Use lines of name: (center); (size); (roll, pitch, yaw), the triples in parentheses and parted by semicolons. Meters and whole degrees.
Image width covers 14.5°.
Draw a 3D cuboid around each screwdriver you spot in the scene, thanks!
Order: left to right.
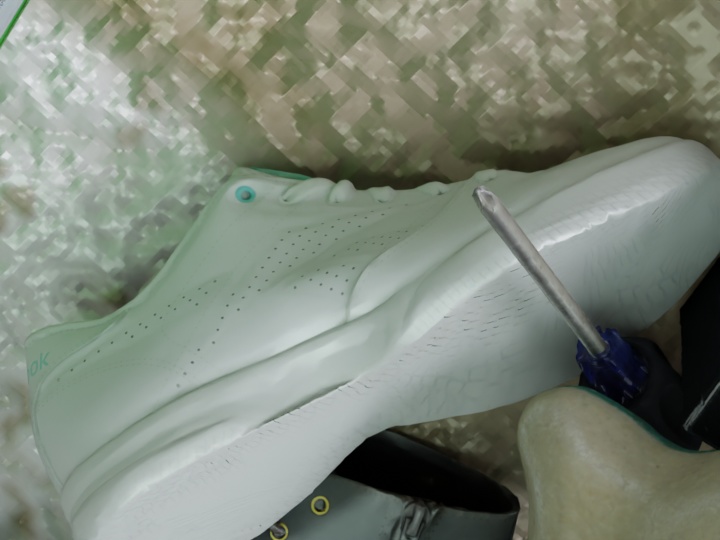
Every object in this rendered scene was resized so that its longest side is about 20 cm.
screwdriver: (0.056, 0.011, 0.717); (0.028, 0.029, 0.200); (-10, 153, 16)

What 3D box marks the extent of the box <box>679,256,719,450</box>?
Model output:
box: (0.204, 0.023, 0.746); (0.200, 0.079, 0.141); (31, 112, -9)

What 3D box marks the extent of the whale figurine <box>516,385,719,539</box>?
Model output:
whale figurine: (0.135, 0.077, 0.696); (0.199, 0.104, 0.160); (8, 101, 27)

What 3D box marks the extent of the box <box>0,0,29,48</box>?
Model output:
box: (-0.152, -0.122, 0.706); (0.176, 0.097, 0.200); (31, 113, -8)

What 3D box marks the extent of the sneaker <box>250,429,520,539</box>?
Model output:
sneaker: (-0.057, 0.087, 0.809); (0.199, 0.075, 0.107); (9, 110, -9)

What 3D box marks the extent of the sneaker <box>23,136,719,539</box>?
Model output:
sneaker: (0.000, 0.000, 0.764); (0.199, 0.089, 0.075); (-26, 147, -3)
